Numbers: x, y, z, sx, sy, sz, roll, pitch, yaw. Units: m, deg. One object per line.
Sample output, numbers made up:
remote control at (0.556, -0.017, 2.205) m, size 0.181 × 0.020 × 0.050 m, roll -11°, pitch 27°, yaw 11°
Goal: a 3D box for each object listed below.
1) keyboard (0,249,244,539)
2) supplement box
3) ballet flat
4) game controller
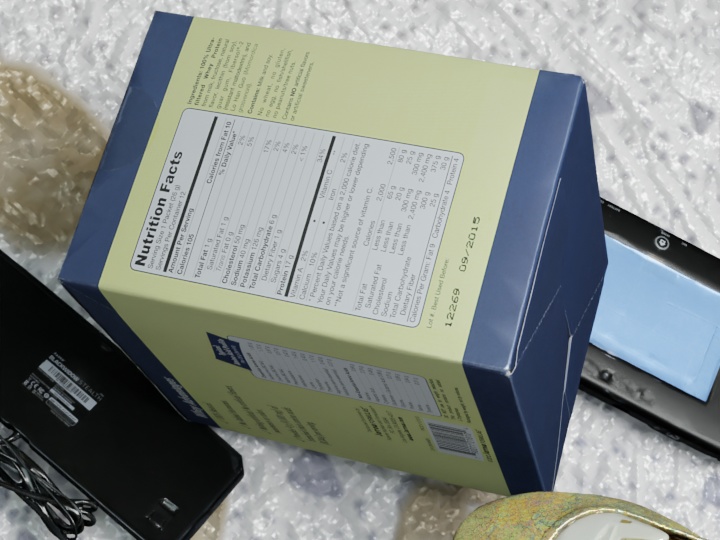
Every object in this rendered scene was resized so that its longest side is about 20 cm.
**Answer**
keyboard at (-0.164, 0.076, 0.822) m, size 0.200 × 0.040 × 0.104 m, roll 40°, pitch 52°, yaw 5°
supplement box at (0.000, 0.000, 0.736) m, size 0.198 × 0.200 × 0.135 m, roll 11°, pitch 69°, yaw 16°
ballet flat at (0.137, 0.138, 0.665) m, size 0.198 × 0.071 × 0.071 m, roll 19°, pitch 75°, yaw 0°
game controller at (0.146, 0.022, 0.857) m, size 0.199 × 0.042 × 0.105 m, roll 27°, pitch 75°, yaw 1°
